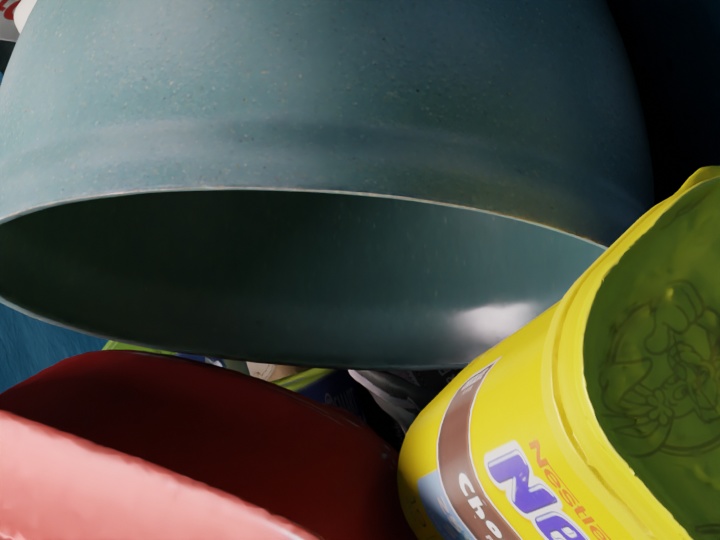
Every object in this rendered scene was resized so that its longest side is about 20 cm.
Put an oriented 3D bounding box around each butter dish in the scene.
[{"bbox_3d":[-0.042,0.098,0.833,0.199,0.148,0.200,15,132,30],"label":"butter dish"}]

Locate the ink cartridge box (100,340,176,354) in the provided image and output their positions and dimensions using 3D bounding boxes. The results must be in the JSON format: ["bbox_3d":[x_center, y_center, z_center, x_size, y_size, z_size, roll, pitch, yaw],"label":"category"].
[{"bbox_3d":[-0.035,0.099,1.172,0.200,0.076,0.148,38,160,-1],"label":"ink cartridge box"}]

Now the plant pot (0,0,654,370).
[{"bbox_3d":[-0.009,-0.058,0.761,0.200,0.199,0.135,133,142,-70],"label":"plant pot"}]

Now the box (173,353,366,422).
[{"bbox_3d":[-0.012,0.117,0.970,0.122,0.047,0.201,-23,-84,-79],"label":"box"}]

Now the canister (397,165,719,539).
[{"bbox_3d":[0.092,0.065,0.677,0.149,0.087,0.200,46,163,0],"label":"canister"}]

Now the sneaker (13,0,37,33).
[{"bbox_3d":[-0.041,-0.071,0.889,0.085,0.075,0.200,57,-159,11],"label":"sneaker"}]

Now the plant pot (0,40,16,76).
[{"bbox_3d":[-0.121,-0.169,1.021,0.142,0.141,0.200,56,166,36],"label":"plant pot"}]

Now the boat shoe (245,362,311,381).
[{"bbox_3d":[-0.044,0.010,1.067,0.071,0.064,0.201,-93,-9,-81],"label":"boat shoe"}]

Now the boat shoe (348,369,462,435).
[{"bbox_3d":[0.000,0.000,0.945,0.200,0.067,0.057,46,167,37],"label":"boat shoe"}]

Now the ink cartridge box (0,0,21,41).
[{"bbox_3d":[-0.104,-0.164,0.799,0.200,0.146,0.083,-39,67,28],"label":"ink cartridge box"}]

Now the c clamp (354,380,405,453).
[{"bbox_3d":[0.026,0.087,1.016,0.171,0.027,0.201,-142,36,-83],"label":"c clamp"}]
